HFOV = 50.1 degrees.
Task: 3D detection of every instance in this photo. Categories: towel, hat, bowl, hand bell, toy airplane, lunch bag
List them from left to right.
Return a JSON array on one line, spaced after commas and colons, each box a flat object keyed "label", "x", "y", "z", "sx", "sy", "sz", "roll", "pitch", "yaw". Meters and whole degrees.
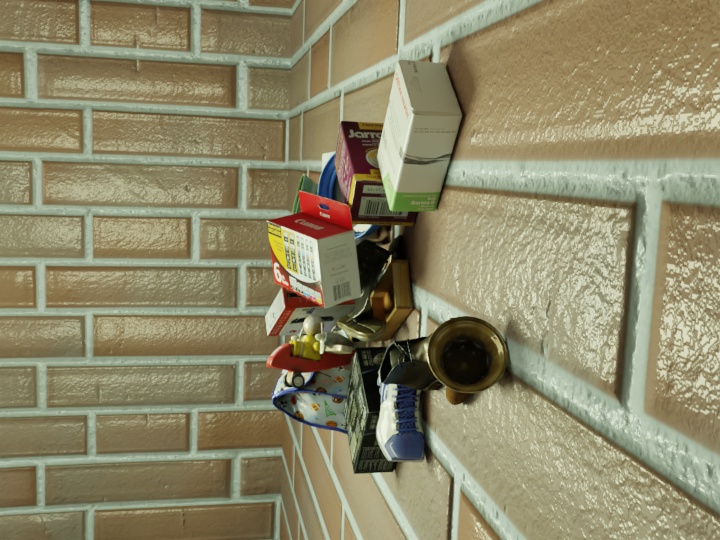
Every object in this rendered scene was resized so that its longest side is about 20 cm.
[{"label": "lunch bag", "x": -0.090, "y": 0.262, "z": 1.743, "sx": 0.170, "sy": 0.198, "sz": 0.125, "roll": -72, "pitch": -9, "yaw": -63}, {"label": "towel", "x": -0.090, "y": -0.106, "z": 1.762, "sx": 0.023, "sy": 0.200, "sz": 0.154, "roll": 0, "pitch": 69, "yaw": 36}, {"label": "toy airplane", "x": -0.077, "y": 0.162, "z": 1.632, "sx": 0.199, "sy": 0.199, "sz": 0.142, "roll": -5, "pitch": -97, "yaw": -66}, {"label": "bowl", "x": -0.011, "y": -0.165, "z": 1.635, "sx": 0.200, "sy": 0.039, "sz": 0.202, "roll": -2, "pitch": 87, "yaw": 45}, {"label": "hat", "x": 0.000, "y": 0.000, "z": 1.505, "sx": 0.201, "sy": 0.081, "sz": 0.201, "roll": -59, "pitch": 3, "yaw": 6}, {"label": "hand bell", "x": 0.140, "y": 0.152, "z": 1.072, "sx": 0.200, "sy": 0.103, "sz": 0.105, "roll": 86, "pitch": 178, "yaw": -62}]

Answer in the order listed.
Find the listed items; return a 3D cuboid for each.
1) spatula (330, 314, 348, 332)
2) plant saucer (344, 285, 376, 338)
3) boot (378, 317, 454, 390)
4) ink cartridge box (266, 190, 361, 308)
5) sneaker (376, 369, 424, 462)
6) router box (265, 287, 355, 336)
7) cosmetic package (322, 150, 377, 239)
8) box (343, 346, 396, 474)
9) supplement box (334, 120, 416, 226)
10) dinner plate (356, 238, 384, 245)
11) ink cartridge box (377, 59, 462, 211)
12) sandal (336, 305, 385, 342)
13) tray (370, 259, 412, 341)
[{"label": "spatula", "x": -0.056, "y": 0.133, "z": 1.727, "sx": 0.200, "sy": 0.021, "sz": 0.057, "roll": -42, "pitch": 13, "yaw": 46}, {"label": "plant saucer", "x": -0.001, "y": 0.062, "z": 1.745, "sx": 0.200, "sy": 0.050, "sz": 0.202, "roll": 177, "pitch": 90, "yaw": -71}, {"label": "boot", "x": 0.093, "y": 0.137, "z": 1.208, "sx": 0.200, "sy": 0.096, "sz": 0.075, "roll": 107, "pitch": 160, "yaw": -54}, {"label": "ink cartridge box", "x": -0.093, "y": -0.045, "z": 1.447, "sx": 0.200, "sy": 0.083, "sz": 0.177, "roll": 21, "pitch": 122, "yaw": 54}, {"label": "sneaker", "x": 0.072, "y": 0.227, "z": 1.348, "sx": 0.115, "sy": 0.080, "sz": 0.201, "roll": 104, "pitch": 164, "yaw": -55}, {"label": "router box", "x": -0.105, "y": 0.088, "z": 1.704, "sx": 0.200, "sy": 0.178, "sz": 0.049, "roll": 127, "pitch": 137, "yaw": -63}, {"label": "cosmetic package", "x": -0.025, "y": -0.166, "z": 1.733, "sx": 0.112, "sy": 0.081, "sz": 0.202, "roll": -4, "pitch": 85, "yaw": 47}, {"label": "box", "x": 0.029, "y": 0.279, "z": 1.536, "sx": 0.164, "sy": 0.085, "sz": 0.201, "roll": -102, "pitch": 17, "yaw": -48}, {"label": "supplement box", "x": 0.030, "y": -0.184, "z": 1.445, "sx": 0.201, "sy": 0.130, "sz": 0.104, "roll": -104, "pitch": 19, "yaw": -47}, {"label": "dinner plate", "x": -0.048, "y": -0.043, "z": 1.642, "sx": 0.200, "sy": 0.199, "sz": 0.024, "roll": 165, "pitch": 94, "yaw": -78}, {"label": "ink cartridge box", "x": 0.092, "y": -0.218, "z": 1.258, "sx": 0.201, "sy": 0.083, "sz": 0.146, "roll": 103, "pitch": 163, "yaw": -46}, {"label": "sandal", "x": 0.006, "y": 0.119, "z": 1.551, "sx": 0.200, "sy": 0.080, "sz": 0.054, "roll": -148, "pitch": 38, "yaw": -72}, {"label": "tray", "x": 0.059, "y": 0.063, "z": 1.523, "sx": 0.200, "sy": 0.037, "sz": 0.099, "roll": 119, "pitch": 150, "yaw": -65}]
